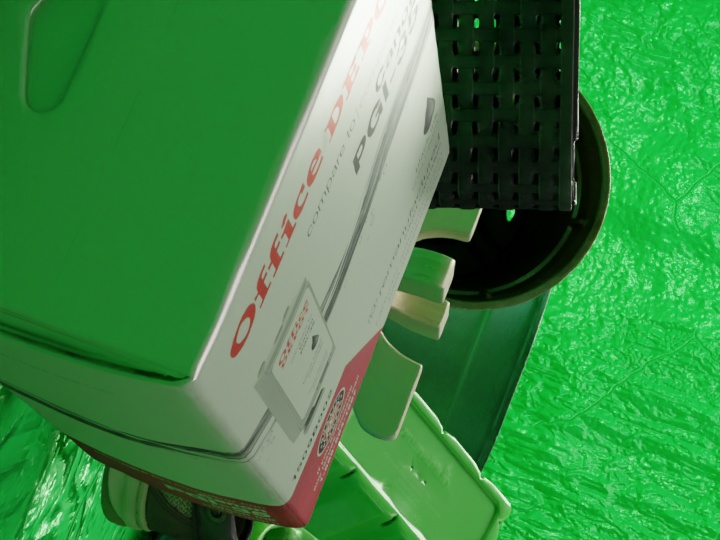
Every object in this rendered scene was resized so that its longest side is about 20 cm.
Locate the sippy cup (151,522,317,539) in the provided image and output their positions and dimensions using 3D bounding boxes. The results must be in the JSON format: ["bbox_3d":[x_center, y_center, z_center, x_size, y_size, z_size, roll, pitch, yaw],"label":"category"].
[{"bbox_3d":[-0.088,0.217,0.985,0.130,0.139,0.178,-53,128,-38],"label":"sippy cup"}]

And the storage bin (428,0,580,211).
[{"bbox_3d":[0.038,-0.127,0.659,0.135,0.094,0.200,-46,137,-80],"label":"storage bin"}]

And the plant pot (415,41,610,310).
[{"bbox_3d":[0.077,-0.067,1.380,0.198,0.200,0.201,162,-51,-84],"label":"plant pot"}]

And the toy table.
[{"bbox_3d":[0.000,0.000,1.076,0.200,0.117,0.184,-1,112,-85],"label":"toy table"}]

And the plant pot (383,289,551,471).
[{"bbox_3d":[0.063,0.071,1.709,0.200,0.196,0.201,21,90,-85],"label":"plant pot"}]

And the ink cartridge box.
[{"bbox_3d":[-0.039,-0.020,0.491,0.200,0.083,0.147,72,38,-72],"label":"ink cartridge box"}]

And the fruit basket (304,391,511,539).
[{"bbox_3d":[-0.031,0.166,1.200,0.156,0.215,0.216,-56,168,-41],"label":"fruit basket"}]

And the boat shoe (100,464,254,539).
[{"bbox_3d":[-0.042,0.014,0.659,0.072,0.065,0.200,-40,150,-76],"label":"boat shoe"}]
